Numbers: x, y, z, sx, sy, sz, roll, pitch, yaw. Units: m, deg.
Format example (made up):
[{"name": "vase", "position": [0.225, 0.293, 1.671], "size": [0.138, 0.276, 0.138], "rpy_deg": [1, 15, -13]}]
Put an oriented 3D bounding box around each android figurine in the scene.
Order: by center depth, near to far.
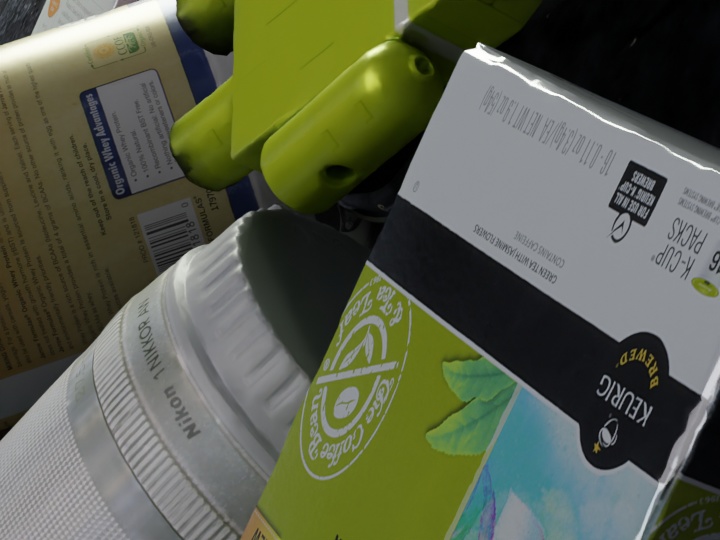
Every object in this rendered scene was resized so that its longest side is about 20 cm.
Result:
[{"name": "android figurine", "position": [0.005, -0.109, 0.825], "size": [0.200, 0.041, 0.182], "rpy_deg": [-35, 43, 42]}]

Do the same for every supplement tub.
[{"name": "supplement tub", "position": [-0.125, -0.018, 0.978], "size": [0.144, 0.200, 0.144], "rpy_deg": [162, 90, -86]}]

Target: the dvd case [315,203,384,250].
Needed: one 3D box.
[{"name": "dvd case", "position": [0.000, 0.000, 1.016], "size": [0.200, 0.025, 0.150], "rpy_deg": [-8, 63, 63]}]

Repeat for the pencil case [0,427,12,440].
[{"name": "pencil case", "position": [-0.147, 0.004, 1.087], "size": [0.091, 0.094, 0.200], "rpy_deg": [7, 68, 56]}]

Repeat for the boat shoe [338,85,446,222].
[{"name": "boat shoe", "position": [0.013, -0.053, 0.927], "size": [0.075, 0.062, 0.200], "rpy_deg": [-68, 22, 3]}]

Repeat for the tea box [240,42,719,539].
[{"name": "tea box", "position": [0.077, 0.068, 0.650], "size": [0.197, 0.134, 0.200], "rpy_deg": [-67, 23, 6]}]

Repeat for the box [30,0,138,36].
[{"name": "box", "position": [-0.081, -0.151, 1.231], "size": [0.200, 0.097, 0.124], "rpy_deg": [-65, 23, 9]}]

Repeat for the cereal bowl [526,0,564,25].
[{"name": "cereal bowl", "position": [0.069, -0.174, 0.928], "size": [0.200, 0.083, 0.200], "rpy_deg": [-161, 90, -74]}]

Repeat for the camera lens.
[{"name": "camera lens", "position": [-0.051, 0.099, 0.843], "size": [0.200, 0.160, 0.160], "rpy_deg": [-46, 30, 19]}]
